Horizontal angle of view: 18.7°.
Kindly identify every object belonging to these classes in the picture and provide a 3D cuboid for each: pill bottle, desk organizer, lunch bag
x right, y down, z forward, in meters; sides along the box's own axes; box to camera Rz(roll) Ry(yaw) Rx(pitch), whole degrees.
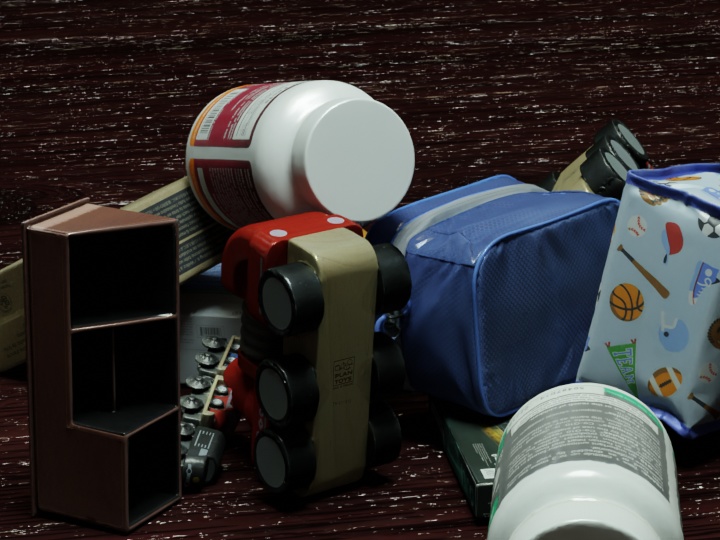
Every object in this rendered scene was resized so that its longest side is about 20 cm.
[{"bbox_3d":[-0.042,-0.079,1.578,0.112,0.114,0.200,-9,7,-24],"label":"pill bottle"},{"bbox_3d":[-0.167,0.062,1.429,0.077,0.202,0.072,10,19,28],"label":"desk organizer"},{"bbox_3d":[0.130,0.148,1.269,0.112,0.114,0.200,0,16,6],"label":"pill bottle"},{"bbox_3d":[0.088,0.016,1.573,0.199,0.137,0.132,-17,22,-41],"label":"lunch bag"},{"bbox_3d":[0.262,0.016,1.564,0.123,0.171,0.199,24,18,30],"label":"lunch bag"}]

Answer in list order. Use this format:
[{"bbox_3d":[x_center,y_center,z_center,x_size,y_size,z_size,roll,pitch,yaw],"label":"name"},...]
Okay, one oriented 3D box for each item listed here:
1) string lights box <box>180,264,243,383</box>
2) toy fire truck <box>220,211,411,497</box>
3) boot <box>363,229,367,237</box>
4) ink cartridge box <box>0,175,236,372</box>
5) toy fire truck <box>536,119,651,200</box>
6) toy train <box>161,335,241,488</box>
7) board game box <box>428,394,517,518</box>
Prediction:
[{"bbox_3d":[-0.091,0.032,1.756,0.102,0.059,0.200,2,17,23],"label":"string lights box"},{"bbox_3d":[-0.050,0.035,1.513,0.128,0.177,0.200,-14,28,-33],"label":"toy fire truck"},{"bbox_3d":[0.000,0.000,1.720,0.143,0.071,0.201,22,17,-20],"label":"boot"},{"bbox_3d":[-0.192,-0.005,1.708,0.199,0.076,0.164,-23,5,45],"label":"ink cartridge box"},{"bbox_3d":[0.250,-0.021,1.837,0.129,0.200,0.176,-40,4,19],"label":"toy fire truck"},{"bbox_3d":[-0.106,0.098,1.562,0.045,0.034,0.200,12,25,1],"label":"toy train"},{"bbox_3d":[0.128,0.119,1.513,0.134,0.028,0.200,-3,16,-6],"label":"board game box"}]
